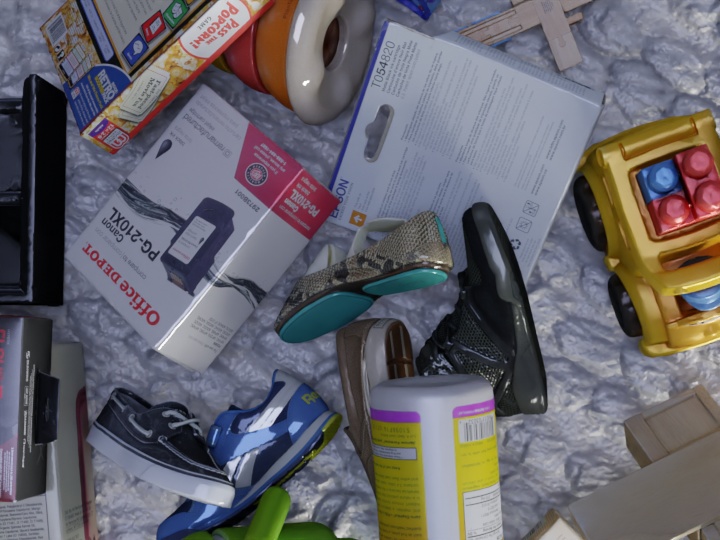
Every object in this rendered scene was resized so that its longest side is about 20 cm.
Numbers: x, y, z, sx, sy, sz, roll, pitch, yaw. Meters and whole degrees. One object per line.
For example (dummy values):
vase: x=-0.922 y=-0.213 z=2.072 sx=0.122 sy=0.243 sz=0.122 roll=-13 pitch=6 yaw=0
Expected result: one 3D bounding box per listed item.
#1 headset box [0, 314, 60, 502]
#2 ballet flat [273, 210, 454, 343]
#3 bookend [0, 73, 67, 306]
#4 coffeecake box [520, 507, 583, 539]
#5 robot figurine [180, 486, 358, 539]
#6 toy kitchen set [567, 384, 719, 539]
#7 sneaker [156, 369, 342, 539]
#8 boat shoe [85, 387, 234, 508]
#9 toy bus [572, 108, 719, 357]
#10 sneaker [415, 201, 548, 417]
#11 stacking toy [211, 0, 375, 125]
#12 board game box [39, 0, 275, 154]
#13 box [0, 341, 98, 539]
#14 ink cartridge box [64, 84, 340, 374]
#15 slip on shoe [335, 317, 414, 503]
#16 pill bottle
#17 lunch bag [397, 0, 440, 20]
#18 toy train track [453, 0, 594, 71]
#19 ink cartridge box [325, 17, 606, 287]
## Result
headset box: x=-0.341 y=0.110 z=1.093 sx=0.198 sy=0.075 sz=0.151 roll=2 pitch=87 yaw=6
ballet flat: x=0.000 y=0.000 z=1.168 sx=0.199 sy=0.067 sz=0.076 roll=-26 pitch=61 yaw=38
bookend: x=-0.374 y=-0.069 z=1.204 sx=0.196 sy=0.092 sz=0.203 roll=1 pitch=87 yaw=4
coffeecake box: x=0.187 y=0.336 z=1.157 sx=0.154 sy=0.073 sz=0.200 roll=-44 pitch=85 yaw=1
robot figurine: x=-0.086 y=0.276 z=1.134 sx=0.198 sy=0.116 sz=0.177 roll=0 pitch=128 yaw=-23
toy kitchen set: x=0.279 y=0.250 z=1.149 sx=0.162 sy=0.181 sz=0.201 roll=-24 pitch=46 yaw=-6
sneaker: x=-0.111 y=0.172 z=1.189 sx=0.200 sy=0.074 sz=0.082 roll=-41 pitch=80 yaw=-4
boat shoe: x=-0.167 y=0.148 z=1.150 sx=0.071 sy=0.199 sz=0.068 roll=27 pitch=84 yaw=-37
toy bus: x=0.270 y=-0.033 z=1.110 sx=0.134 sy=0.192 sz=0.202 roll=-19 pitch=88 yaw=1
sneaker: x=0.093 y=0.042 z=1.153 sx=0.113 sy=0.076 sz=0.201 roll=-10 pitch=116 yaw=9
stacking toy: x=-0.098 y=-0.221 z=1.192 sx=0.198 sy=0.146 sz=0.148 roll=17 pitch=89 yaw=22
board game box: x=-0.182 y=-0.223 z=1.163 sx=0.200 sy=0.046 sz=0.152 roll=-40 pitch=52 yaw=16
box: x=-0.312 y=0.167 z=1.181 sx=0.126 sy=0.109 sz=0.202 roll=-5 pitch=87 yaw=5
ink cartridge box: x=-0.140 y=-0.035 z=1.168 sx=0.145 sy=0.084 sz=0.200 roll=40 pitch=91 yaw=30
slip on shoe: x=0.017 y=0.143 z=1.178 sx=0.060 sy=0.076 sz=0.202 roll=-4 pitch=100 yaw=29
pill bottle: x=0.064 y=0.191 z=1.098 sx=0.103 sy=0.104 sz=0.203 roll=-3 pitch=91 yaw=4
lunch bag: x=0.057 y=-0.320 z=1.131 sx=0.094 sy=0.200 sz=0.151 roll=31 pitch=89 yaw=4
toy train track: x=0.130 y=-0.221 z=1.210 sx=0.198 sy=0.033 sz=0.116 roll=-22 pitch=93 yaw=8
ink cartridge box: x=0.085 y=-0.098 z=1.159 sx=0.198 sy=0.041 sz=0.201 roll=23 pitch=117 yaw=3
